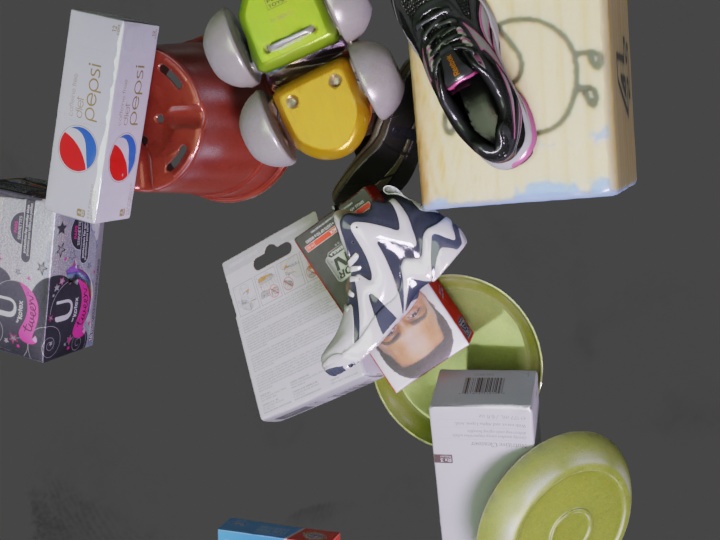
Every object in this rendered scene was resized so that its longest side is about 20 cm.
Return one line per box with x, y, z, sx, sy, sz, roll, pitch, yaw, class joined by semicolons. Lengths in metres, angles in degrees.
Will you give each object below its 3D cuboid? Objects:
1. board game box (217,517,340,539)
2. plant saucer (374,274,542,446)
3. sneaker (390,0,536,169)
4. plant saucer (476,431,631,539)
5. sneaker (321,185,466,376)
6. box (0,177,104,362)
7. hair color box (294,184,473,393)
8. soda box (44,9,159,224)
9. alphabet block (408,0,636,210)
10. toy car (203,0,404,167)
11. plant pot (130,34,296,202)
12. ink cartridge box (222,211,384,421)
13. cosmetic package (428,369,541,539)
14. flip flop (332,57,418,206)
-0.100;0.418;1.297;0.151;0.040;0.203;2;99;20;board game box
0.109;0.102;1.179;0.198;0.031;0.203;3;99;19;plant saucer
0.089;-0.182;0.906;0.080;0.086;0.201;-34;85;19;sneaker
0.212;0.266;1.091;0.031;0.198;0.202;34;114;55;plant saucer
0.000;0.000;1.068;0.129;0.079;0.199;42;101;5;sneaker
-0.407;-0.004;1.305;0.131;0.115;0.202;12;103;18;box
0.027;0.018;1.136;0.101;0.061;0.201;-35;90;13;hair color box
-0.259;-0.153;1.044;0.063;0.068;0.202;15;103;17;soda box
0.165;-0.173;1.030;0.193;0.196;0.203;-4;97;19;alphabet block
-0.054;-0.216;1.095;0.174;0.150;0.202;-23;99;10;toy car
-0.195;-0.167;1.160;0.198;0.195;0.203;3;100;20;plant pot
-0.070;0.057;1.227;0.162;0.057;0.202;-26;68;31;ink cartridge box
0.139;0.211;1.126;0.112;0.081;0.202;-2;114;15;cosmetic package
0.029;-0.153;1.152;0.058;0.080;0.201;51;125;43;flip flop
